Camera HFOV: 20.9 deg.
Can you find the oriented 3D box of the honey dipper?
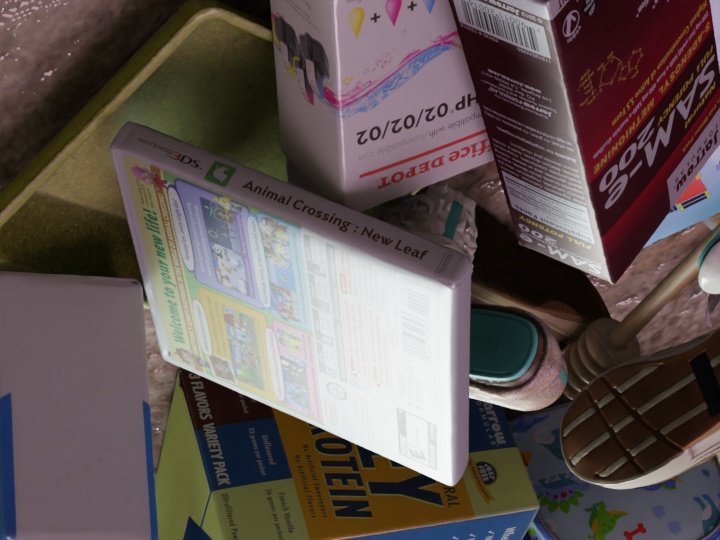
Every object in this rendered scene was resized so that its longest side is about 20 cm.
[{"bbox_3d":[0.175,0.013,1.132,0.038,0.038,0.200,1,145,-29],"label":"honey dipper"}]

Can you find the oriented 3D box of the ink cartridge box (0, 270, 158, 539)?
[{"bbox_3d":[-0.183,0.104,1.052,0.084,0.146,0.200,4,156,-26],"label":"ink cartridge box"}]

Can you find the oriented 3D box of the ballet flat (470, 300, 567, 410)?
[{"bbox_3d":[0.029,0.040,1.098,0.067,0.200,0.068,35,77,-54],"label":"ballet flat"}]

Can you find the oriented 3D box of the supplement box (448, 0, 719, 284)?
[{"bbox_3d":[0.107,-0.097,0.882,0.109,0.061,0.200,-51,147,-20],"label":"supplement box"}]

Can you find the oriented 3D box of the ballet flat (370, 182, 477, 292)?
[{"bbox_3d":[0.000,0.000,1.009,0.072,0.072,0.200,5,167,-32],"label":"ballet flat"}]

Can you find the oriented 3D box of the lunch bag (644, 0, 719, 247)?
[{"bbox_3d":[0.146,-0.116,1.012,0.151,0.094,0.200,-26,137,15],"label":"lunch bag"}]

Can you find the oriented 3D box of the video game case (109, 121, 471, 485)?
[{"bbox_3d":[-0.030,0.021,0.972,0.182,0.022,0.200,22,151,16],"label":"video game case"}]

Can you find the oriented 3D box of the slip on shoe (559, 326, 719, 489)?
[{"bbox_3d":[0.202,0.071,1.124,0.061,0.076,0.200,11,143,-42],"label":"slip on shoe"}]

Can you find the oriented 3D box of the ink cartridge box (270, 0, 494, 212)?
[{"bbox_3d":[0.023,-0.104,0.907,0.115,0.068,0.200,-22,134,-21],"label":"ink cartridge box"}]

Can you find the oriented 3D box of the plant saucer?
[{"bbox_3d":[-0.072,-0.059,1.006,0.200,0.048,0.200,18,131,-43],"label":"plant saucer"}]

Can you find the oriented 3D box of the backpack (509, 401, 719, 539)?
[{"bbox_3d":[0.173,0.189,1.350,0.183,0.200,0.147,-10,146,-12],"label":"backpack"}]

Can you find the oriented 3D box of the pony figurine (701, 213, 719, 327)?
[{"bbox_3d":[0.273,-0.016,1.171,0.193,0.167,0.200,-35,127,19],"label":"pony figurine"}]

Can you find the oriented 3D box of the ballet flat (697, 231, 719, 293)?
[{"bbox_3d":[0.277,-0.031,1.049,0.200,0.069,0.069,-29,149,-13],"label":"ballet flat"}]

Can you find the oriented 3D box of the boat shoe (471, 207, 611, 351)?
[{"bbox_3d":[0.074,0.016,1.172,0.072,0.072,0.200,-37,149,23],"label":"boat shoe"}]

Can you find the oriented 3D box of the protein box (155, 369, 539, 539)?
[{"bbox_3d":[-0.019,0.161,1.269,0.200,0.135,0.199,-6,145,-19],"label":"protein box"}]
